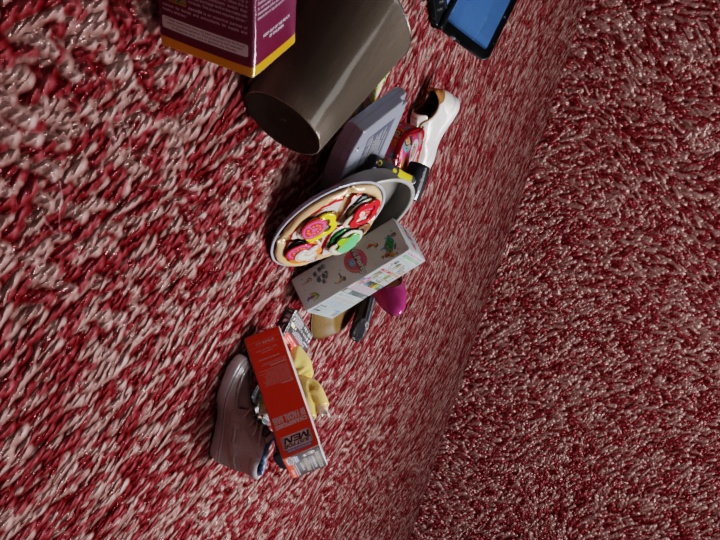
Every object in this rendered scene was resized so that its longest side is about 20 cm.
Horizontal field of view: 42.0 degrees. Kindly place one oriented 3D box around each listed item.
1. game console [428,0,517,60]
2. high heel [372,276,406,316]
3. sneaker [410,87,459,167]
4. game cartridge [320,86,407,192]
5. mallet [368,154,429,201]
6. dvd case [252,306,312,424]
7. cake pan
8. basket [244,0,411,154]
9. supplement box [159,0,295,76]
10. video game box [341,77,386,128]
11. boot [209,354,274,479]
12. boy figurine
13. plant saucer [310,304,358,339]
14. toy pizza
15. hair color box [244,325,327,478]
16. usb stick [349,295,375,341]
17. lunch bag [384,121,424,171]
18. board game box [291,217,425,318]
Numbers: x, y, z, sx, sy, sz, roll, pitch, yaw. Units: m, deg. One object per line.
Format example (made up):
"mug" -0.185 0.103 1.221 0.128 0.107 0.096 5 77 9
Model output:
"game console" 0.213 -0.519 1.687 0.202 0.115 0.176 -64 164 -16
"high heel" 0.047 -0.015 1.757 0.097 0.066 0.202 98 -22 -51
"sneaker" 0.110 -0.261 1.813 0.084 0.073 0.202 21 98 -43
"game cartridge" -0.001 -0.186 1.454 0.133 0.042 0.201 -37 165 -31
"mallet" 0.064 -0.170 1.540 0.067 0.041 0.200 -68 155 -4
"dvd case" -0.145 0.175 1.592 0.146 0.022 0.202 67 46 -68
"cake pan" -0.007 -0.094 1.491 0.198 0.037 0.201 -26 158 -11
"basket" -0.045 -0.258 1.168 0.201 0.135 0.181 -57 145 -20
"supplement box" -0.122 -0.300 0.866 0.086 0.109 0.202 -52 158 -44
"video game box" 0.003 -0.327 1.381 0.184 0.046 0.200 -62 163 -11
"boot" -0.170 0.228 1.445 0.074 0.095 0.202 -44 151 -54
"boy figurine" -0.112 0.219 1.533 0.065 0.122 0.202 75 8 -53
"plant saucer" -0.031 0.042 1.763 0.201 0.035 0.201 -58 161 -32
"toy pizza" -0.044 -0.062 1.411 0.198 0.032 0.201 -28 159 -12
"hair color box" -0.114 0.201 1.433 0.063 0.202 0.111 -20 153 -6
"usb stick" 0.009 0.074 1.846 0.200 0.032 0.056 -72 -175 -64
"lunch bag" 0.049 -0.168 1.687 0.176 0.081 0.202 -40 148 -67
"board game box" 0.000 0.000 1.574 0.198 0.065 0.147 -31 167 9
